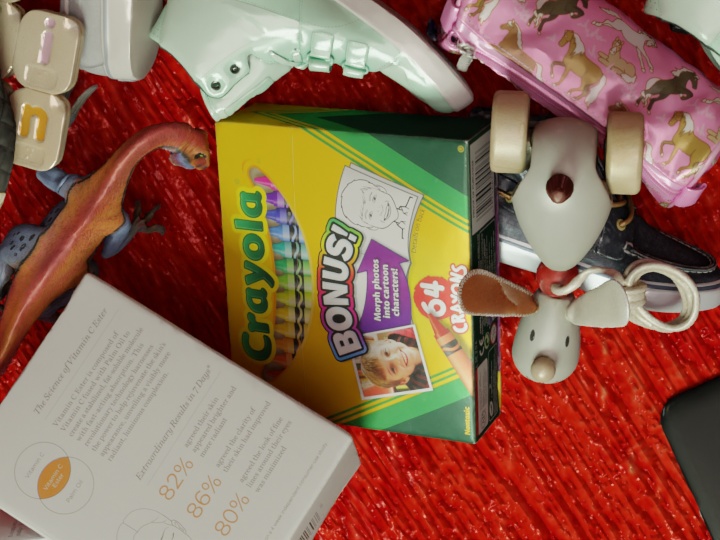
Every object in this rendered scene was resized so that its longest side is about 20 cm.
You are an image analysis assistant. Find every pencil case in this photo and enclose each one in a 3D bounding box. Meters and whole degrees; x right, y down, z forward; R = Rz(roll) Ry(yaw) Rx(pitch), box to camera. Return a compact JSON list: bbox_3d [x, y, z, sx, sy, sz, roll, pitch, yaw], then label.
[{"bbox_3d":[0.140,-0.123,1.169,0.200,0.083,0.087,33,96,-5],"label":"pencil case"}]

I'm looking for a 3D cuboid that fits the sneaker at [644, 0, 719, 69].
[{"bbox_3d":[0.275,-0.166,1.163,0.200,0.074,0.119,20,101,4],"label":"sneaker"}]

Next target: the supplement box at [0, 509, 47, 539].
[{"bbox_3d":[-0.209,0.205,1.291,0.199,0.103,0.102,-8,108,1],"label":"supplement box"}]

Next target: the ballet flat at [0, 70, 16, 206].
[{"bbox_3d":[-0.249,-0.122,1.145,0.066,0.057,0.201,2,102,18],"label":"ballet flat"}]

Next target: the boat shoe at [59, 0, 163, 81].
[{"bbox_3d":[-0.160,-0.218,1.164,0.068,0.072,0.201,9,119,15],"label":"boat shoe"}]

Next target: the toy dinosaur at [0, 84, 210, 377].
[{"bbox_3d":[-0.167,-0.018,1.194,0.105,0.201,0.181,27,140,-24],"label":"toy dinosaur"}]

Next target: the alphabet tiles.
[{"bbox_3d":[-0.271,-0.132,1.187,0.199,0.015,0.196,15,106,13],"label":"alphabet tiles"}]

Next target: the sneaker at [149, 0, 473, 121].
[{"bbox_3d":[-0.034,-0.129,1.184,0.200,0.074,0.118,33,98,-1],"label":"sneaker"}]

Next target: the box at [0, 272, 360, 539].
[{"bbox_3d":[-0.123,0.123,1.182,0.200,0.106,0.153,31,80,11],"label":"box"}]

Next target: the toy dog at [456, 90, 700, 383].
[{"bbox_3d":[0.121,-0.010,1.130,0.131,0.096,0.201,-12,117,19],"label":"toy dog"}]

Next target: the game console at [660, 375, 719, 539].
[{"bbox_3d":[0.335,0.141,1.310,0.199,0.117,0.176,-25,137,9],"label":"game console"}]

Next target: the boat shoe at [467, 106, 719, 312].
[{"bbox_3d":[0.151,-0.039,1.218,0.199,0.071,0.091,15,113,-3],"label":"boat shoe"}]

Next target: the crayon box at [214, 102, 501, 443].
[{"bbox_3d":[0.000,0.000,1.210,0.172,0.058,0.201,5,110,22],"label":"crayon box"}]
